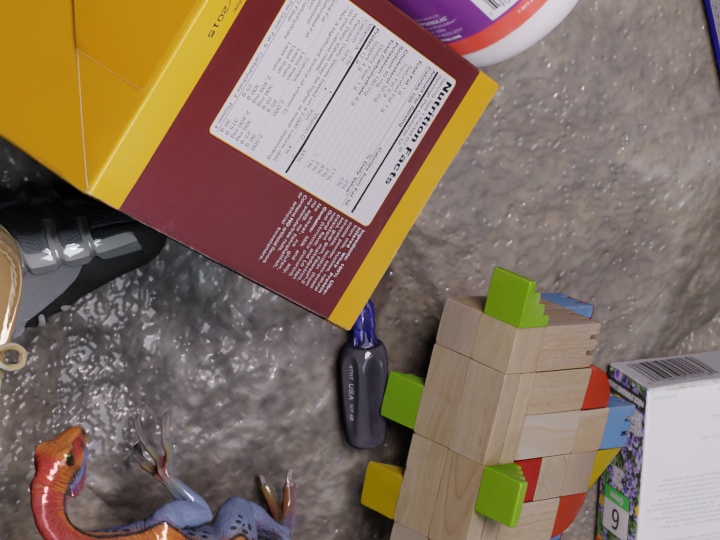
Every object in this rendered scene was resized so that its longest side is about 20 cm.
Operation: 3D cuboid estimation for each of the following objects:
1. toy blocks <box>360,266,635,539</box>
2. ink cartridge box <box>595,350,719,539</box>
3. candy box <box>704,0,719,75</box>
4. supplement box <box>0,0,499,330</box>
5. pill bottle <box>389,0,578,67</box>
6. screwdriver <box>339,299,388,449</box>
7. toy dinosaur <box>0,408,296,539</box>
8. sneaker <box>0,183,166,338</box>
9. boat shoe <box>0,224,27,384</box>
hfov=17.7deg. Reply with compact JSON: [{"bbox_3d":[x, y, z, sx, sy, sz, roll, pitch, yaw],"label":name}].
[{"bbox_3d":[0.090,0.091,1.254,0.137,0.100,0.200,-2,109,-49],"label":"toy blocks"},{"bbox_3d":[0.194,0.149,1.347,0.109,0.050,0.200,-6,109,-24],"label":"ink cartridge box"},{"bbox_3d":[0.270,-0.193,1.258,0.169,0.077,0.200,-24,116,-17],"label":"candy box"},{"bbox_3d":[-0.086,-0.098,1.017,0.133,0.197,0.200,-58,144,1],"label":"supplement box"},{"bbox_3d":[0.020,-0.196,1.119,0.200,0.112,0.113,39,87,-29],"label":"pill bottle"},{"bbox_3d":[0.000,0.000,1.224,0.028,0.029,0.200,-9,107,-23],"label":"screwdriver"},{"bbox_3d":[-0.084,0.132,1.154,0.181,0.200,0.105,15,94,-65],"label":"toy dinosaur"},{"bbox_3d":[-0.188,0.029,1.123,0.200,0.075,0.116,-10,115,-11],"label":"sneaker"},{"bbox_3d":[-0.194,0.069,1.024,0.073,0.063,0.200,29,74,-37],"label":"boat shoe"}]
